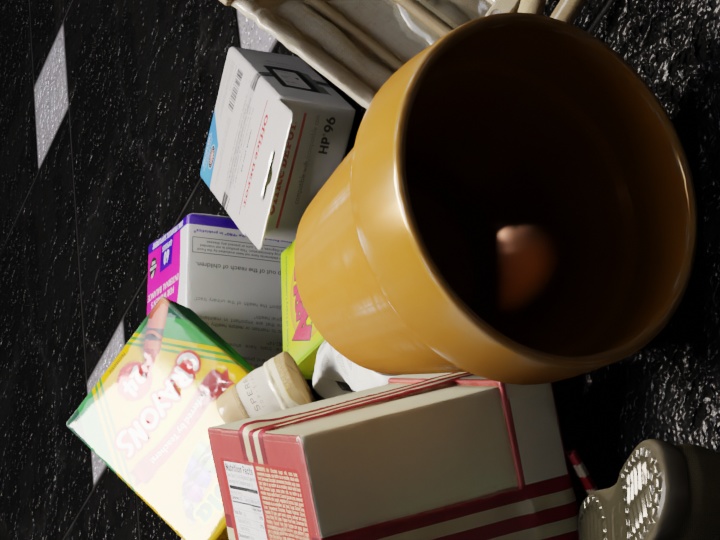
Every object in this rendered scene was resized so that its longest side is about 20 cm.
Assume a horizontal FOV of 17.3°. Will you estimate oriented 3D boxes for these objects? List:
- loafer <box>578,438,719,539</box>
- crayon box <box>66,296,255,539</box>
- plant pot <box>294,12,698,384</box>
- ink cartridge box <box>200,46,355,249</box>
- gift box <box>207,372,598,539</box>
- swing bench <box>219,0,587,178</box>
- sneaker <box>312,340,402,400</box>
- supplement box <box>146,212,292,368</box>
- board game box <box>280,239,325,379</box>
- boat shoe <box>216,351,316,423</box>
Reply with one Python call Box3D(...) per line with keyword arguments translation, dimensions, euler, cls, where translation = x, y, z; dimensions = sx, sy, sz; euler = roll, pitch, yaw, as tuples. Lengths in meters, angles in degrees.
Box3D(translation=(0.160, 0.145, 1.257), dimensions=(0.200, 0.067, 0.076), euler=(112, 162, -69), cls="loafer")
Box3D(translation=(-0.113, 0.128, 1.768), dimensions=(0.200, 0.051, 0.127), euler=(39, 95, 29), cls="crayon box")
Box3D(translation=(0.058, -0.022, 1.345), dimensions=(0.183, 0.200, 0.201), euler=(-26, 59, 55), cls="plant pot")
Box3D(translation=(-0.062, -0.094, 1.859), dimensions=(0.200, 0.068, 0.116), euler=(-129, 51, -64), cls="ink cartridge box")
Box3D(translation=(0.033, 0.164, 1.411), dimensions=(0.184, 0.186, 0.201), euler=(7, 109, 66), cls="gift box")
Box3D(translation=(0.043, -0.202, 1.449), dimensions=(0.199, 0.130, 0.200), euler=(39, 133, 15), cls="swing bench")
Box3D(translation=(0.011, 0.038, 1.590), dimensions=(0.200, 0.075, 0.116), euler=(-143, 48, -74), cls="sneaker")
Box3D(translation=(-0.111, 0.067, 1.892), dimensions=(0.101, 0.103, 0.201), euler=(148, 124, -61), cls="supplement box")
Box3D(translation=(0.000, 0.000, 1.711), dimensions=(0.200, 0.047, 0.102), euler=(137, 135, -58), cls="board game box")
Box3D(translation=(-0.051, 0.130, 1.651), dimensions=(0.200, 0.069, 0.074), euler=(67, 180, -50), cls="boat shoe")
